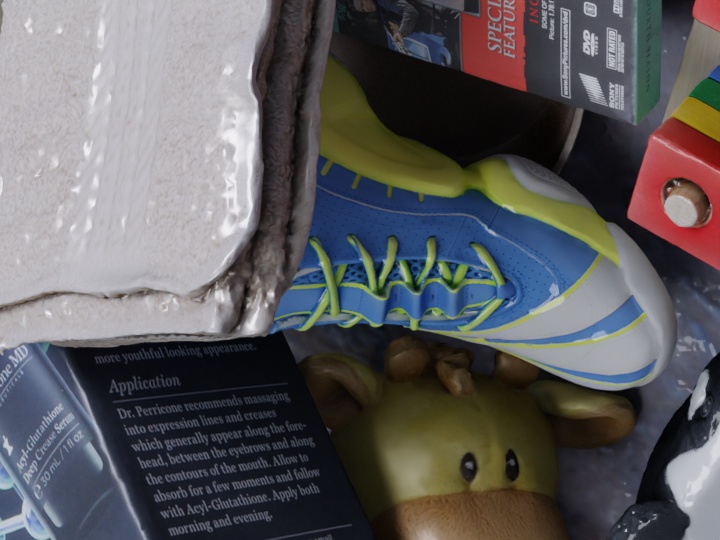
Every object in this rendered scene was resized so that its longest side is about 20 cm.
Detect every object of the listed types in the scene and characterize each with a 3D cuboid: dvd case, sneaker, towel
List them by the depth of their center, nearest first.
[{"bbox_3d":[-0.061,-0.076,0.636,0.132,0.034,0.202,-6,74,44],"label":"towel"},{"bbox_3d":[0.002,-0.135,0.665,0.199,0.022,0.147,19,133,29],"label":"dvd case"},{"bbox_3d":[0.000,0.000,0.708,0.199,0.105,0.076,31,143,11],"label":"sneaker"}]

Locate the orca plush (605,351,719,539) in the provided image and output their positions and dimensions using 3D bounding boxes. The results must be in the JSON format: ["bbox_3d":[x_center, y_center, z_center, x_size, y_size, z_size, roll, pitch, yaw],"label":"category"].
[{"bbox_3d":[0.133,0.089,0.768,0.104,0.071,0.201,-18,130,1],"label":"orca plush"}]

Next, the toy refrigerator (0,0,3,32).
[{"bbox_3d":[-0.148,-0.100,0.846,0.076,0.070,0.201,-14,111,55],"label":"toy refrigerator"}]

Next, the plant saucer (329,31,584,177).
[{"bbox_3d":[-0.002,-0.103,0.736,0.199,0.032,0.201,25,135,27],"label":"plant saucer"}]

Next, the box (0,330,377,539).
[{"bbox_3d":[-0.101,0.067,0.746,0.148,0.107,0.201,-39,68,33],"label":"box"}]

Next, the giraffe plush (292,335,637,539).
[{"bbox_3d":[0.027,0.107,0.799,0.200,0.172,0.163,50,133,26],"label":"giraffe plush"}]

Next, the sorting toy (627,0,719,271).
[{"bbox_3d":[0.174,-0.036,0.598,0.198,0.070,0.201,31,138,19],"label":"sorting toy"}]
